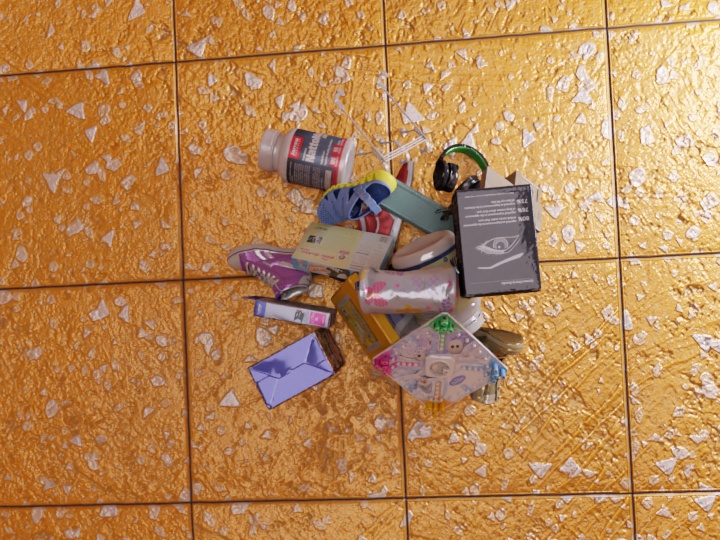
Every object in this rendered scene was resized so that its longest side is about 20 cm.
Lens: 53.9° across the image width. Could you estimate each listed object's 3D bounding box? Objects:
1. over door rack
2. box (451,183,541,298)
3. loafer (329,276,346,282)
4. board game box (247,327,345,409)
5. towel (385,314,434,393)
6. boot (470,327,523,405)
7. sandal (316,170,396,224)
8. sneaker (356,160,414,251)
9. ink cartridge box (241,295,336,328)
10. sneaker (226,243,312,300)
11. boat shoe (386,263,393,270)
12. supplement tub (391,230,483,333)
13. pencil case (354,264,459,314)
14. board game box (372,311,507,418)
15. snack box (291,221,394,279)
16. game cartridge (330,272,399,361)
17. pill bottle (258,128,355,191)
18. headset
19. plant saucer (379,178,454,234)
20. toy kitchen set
[{"bbox_3d":[0.043,-0.315,1.534,0.147,0.066,0.202,-32,88,-33],"label":"over door rack"},{"bbox_3d":[0.255,-0.053,1.347,0.145,0.104,0.204,-4,87,2],"label":"box"},{"bbox_3d":[0.000,0.000,1.545,0.197,0.075,0.071,19,83,22],"label":"loafer"},{"bbox_3d":[-0.130,0.201,1.503,0.158,0.200,0.098,-28,87,4],"label":"board game box"},{"bbox_3d":[0.129,0.141,1.507,0.024,0.147,0.201,-28,100,42],"label":"towel"},{"bbox_3d":[0.278,0.203,1.470,0.071,0.200,0.158,5,90,-13],"label":"boot"},{"bbox_3d":[-0.017,-0.139,1.483,0.198,0.088,0.079,-23,129,37],"label":"sandal"},{"bbox_3d":[0.049,-0.154,1.562,0.111,0.071,0.203,15,92,2],"label":"sneaker"},{"bbox_3d":[-0.155,0.089,1.549,0.196,0.119,0.043,12,92,5],"label":"ink cartridge box"},{"bbox_3d":[-0.204,0.008,1.558,0.197,0.073,0.116,2,59,6],"label":"sneaker"},{"bbox_3d":[0.148,-0.028,1.555,0.198,0.062,0.076,-26,85,3],"label":"boat shoe"},{"bbox_3d":[0.163,0.035,1.462,0.143,0.145,0.202,-24,102,4],"label":"supplement tub"},{"bbox_3d":[0.091,0.037,1.354,0.196,0.083,0.092,-1,65,9],"label":"pencil case"},{"bbox_3d":[0.157,0.195,1.402,0.199,0.026,0.200,-36,116,29],"label":"board game box"},{"bbox_3d":[-0.038,-0.038,1.523,0.197,0.037,0.117,12,50,18],"label":"snack box"},{"bbox_3d":[0.009,0.105,1.497,0.032,0.200,0.178,-33,85,-16],"label":"game cartridge"},{"bbox_3d":[-0.119,-0.246,1.555,0.196,0.120,0.122,12,90,5],"label":"pill bottle"},{"bbox_3d":[0.213,-0.191,1.512,0.122,0.094,0.202,28,64,-5],"label":"headset"},{"bbox_3d":[0.127,-0.127,1.519,0.198,0.019,0.071,29,93,-6],"label":"plant saucer"},{"bbox_3d":[0.266,-0.104,1.513,0.162,0.180,0.202,31,52,-22],"label":"toy kitchen set"}]
